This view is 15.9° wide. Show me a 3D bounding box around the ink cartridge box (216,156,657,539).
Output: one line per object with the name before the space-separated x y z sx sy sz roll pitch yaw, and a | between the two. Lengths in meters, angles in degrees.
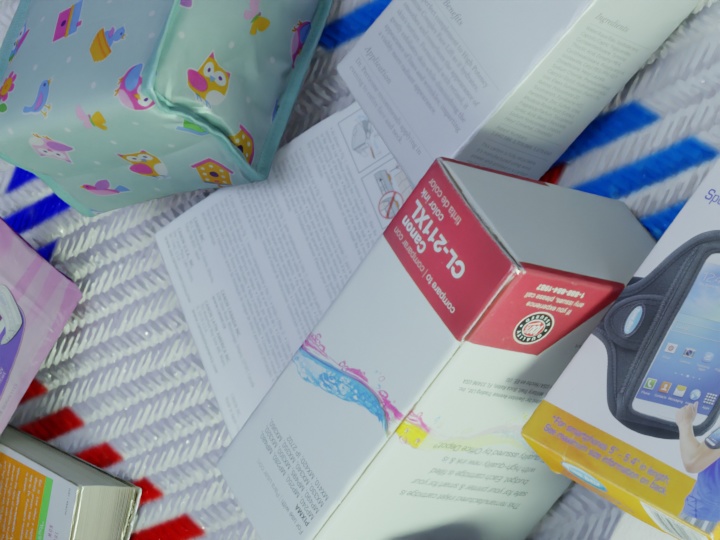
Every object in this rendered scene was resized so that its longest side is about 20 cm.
ink cartridge box | 0.046 0.056 1.232 0.200 0.145 0.083 -53 51 23

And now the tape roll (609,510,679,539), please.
tape roll | 0.196 0.157 1.110 0.202 0.037 0.204 -10 68 25

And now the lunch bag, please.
lunch bag | -0.108 -0.147 1.430 0.170 0.122 0.201 -8 58 46

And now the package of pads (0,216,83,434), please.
package of pads | -0.261 0.059 1.490 0.075 0.121 0.201 11 65 45

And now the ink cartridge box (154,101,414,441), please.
ink cartridge box | 0.000 0.000 1.369 0.200 0.047 0.161 -32 61 17

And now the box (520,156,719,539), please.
box | 0.174 0.023 1.138 0.119 0.041 0.200 26 77 43

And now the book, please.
book | -0.224 0.163 1.541 0.200 0.048 0.134 21 100 44

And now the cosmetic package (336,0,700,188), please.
cosmetic package | 0.089 -0.131 1.267 0.200 0.074 0.102 -47 54 21
